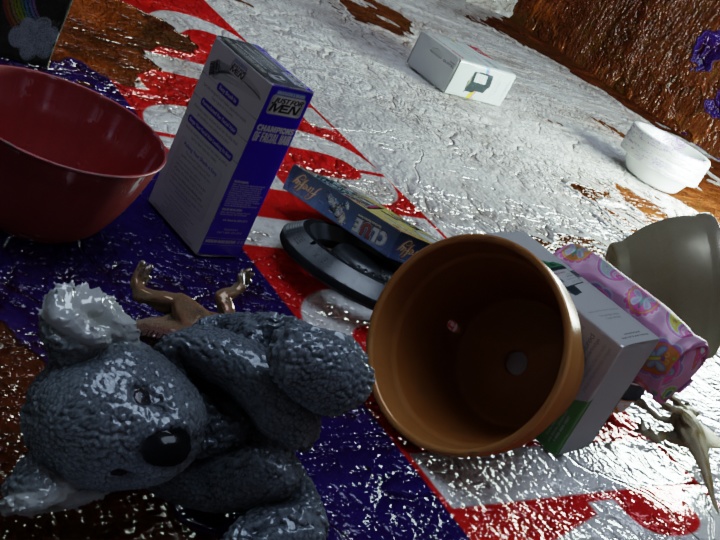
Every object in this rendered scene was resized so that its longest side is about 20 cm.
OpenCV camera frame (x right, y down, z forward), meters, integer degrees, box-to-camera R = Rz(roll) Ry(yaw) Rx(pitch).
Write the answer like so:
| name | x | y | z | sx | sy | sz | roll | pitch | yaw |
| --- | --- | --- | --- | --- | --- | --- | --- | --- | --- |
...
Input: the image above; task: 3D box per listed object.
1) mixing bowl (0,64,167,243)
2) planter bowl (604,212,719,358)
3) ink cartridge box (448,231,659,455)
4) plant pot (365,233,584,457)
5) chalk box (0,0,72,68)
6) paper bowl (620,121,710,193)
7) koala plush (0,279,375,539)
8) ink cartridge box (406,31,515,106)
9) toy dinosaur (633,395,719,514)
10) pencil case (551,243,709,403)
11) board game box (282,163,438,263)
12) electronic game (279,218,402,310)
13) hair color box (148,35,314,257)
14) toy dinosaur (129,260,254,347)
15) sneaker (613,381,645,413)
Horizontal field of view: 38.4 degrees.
| name | x | y | z | sx | sy | sz | roll | pitch | yaw |
| --- | --- | --- | --- | --- | --- | --- | --- | --- | --- |
| mixing bowl | -0.291 | -0.095 | 0.959 | 0.200 | 0.109 | 0.200 | 22 | 24 | -10 |
| planter bowl | 0.409 | 0.021 | 1.420 | 0.134 | 0.201 | 0.200 | 0 | 23 | 4 |
| ink cartridge box | 0.186 | 0.071 | 1.089 | 0.084 | 0.146 | 0.200 | -4 | 37 | -48 |
| plant pot | 0.123 | 0.079 | 0.973 | 0.200 | 0.200 | 0.140 | 42 | 9 | 31 |
| chalk box | -0.473 | -0.356 | 1.288 | 0.200 | 0.125 | 0.124 | 15 | 26 | -31 |
| paper bowl | 0.695 | -0.254 | 2.392 | 0.200 | 0.105 | 0.201 | 22 | 24 | -10 |
| koala plush | -0.131 | 0.096 | 0.675 | 0.200 | 0.178 | 0.184 | 7 | 12 | -39 |
| ink cartridge box | 0.224 | -0.450 | 2.309 | 0.200 | 0.083 | 0.146 | 3 | 33 | -45 |
| toy dinosaur | 0.368 | 0.181 | 1.174 | 0.101 | 0.058 | 0.200 | 27 | 23 | -4 |
| pencil case | 0.276 | 0.053 | 1.120 | 0.087 | 0.088 | 0.200 | 0 | 33 | -48 |
| board game box | 0.015 | -0.058 | 1.244 | 0.200 | 0.035 | 0.135 | 35 | 10 | 40 |
| electronic game | 0.000 | 0.000 | 1.165 | 0.200 | 0.042 | 0.200 | 27 | 15 | -8 |
| hair color box | -0.138 | -0.127 | 1.075 | 0.065 | 0.200 | 0.109 | 1 | 34 | -46 |
| toy dinosaur | -0.119 | 0.062 | 0.837 | 0.200 | 0.086 | 0.136 | 10 | 25 | -43 |
| sneaker | 0.232 | 0.093 | 1.184 | 0.200 | 0.080 | 0.078 | 33 | 37 | 21 |
